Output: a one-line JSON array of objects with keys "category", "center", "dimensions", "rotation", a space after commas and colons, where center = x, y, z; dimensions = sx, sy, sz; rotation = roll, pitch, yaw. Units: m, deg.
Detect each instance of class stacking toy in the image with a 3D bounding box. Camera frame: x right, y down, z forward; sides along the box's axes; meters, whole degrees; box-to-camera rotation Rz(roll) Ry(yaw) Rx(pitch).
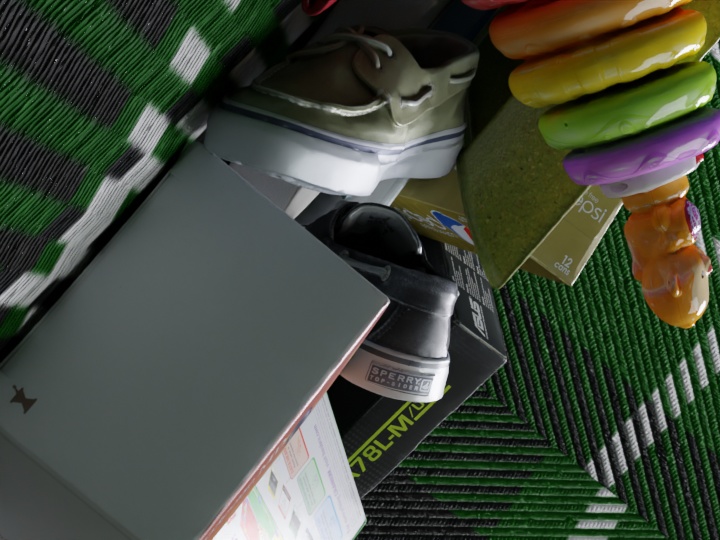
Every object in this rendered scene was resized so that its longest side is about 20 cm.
[{"category": "stacking toy", "center": [0.109, -0.072, 1.030], "dimensions": [0.109, 0.201, 0.116], "rotation": [-17, -174, 14]}]

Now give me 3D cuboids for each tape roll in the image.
[{"category": "tape roll", "center": [0.008, -0.109, 1.210], "dimensions": [0.203, 0.037, 0.203], "rotation": [-51, 178, -2]}]

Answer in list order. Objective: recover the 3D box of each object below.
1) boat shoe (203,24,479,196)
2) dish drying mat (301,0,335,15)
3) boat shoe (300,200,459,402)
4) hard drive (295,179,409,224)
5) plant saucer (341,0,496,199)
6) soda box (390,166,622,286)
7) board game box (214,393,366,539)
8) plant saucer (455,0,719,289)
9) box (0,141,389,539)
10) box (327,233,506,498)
[{"category": "boat shoe", "center": [-0.006, -0.073, 1.043], "dimensions": [0.200, 0.072, 0.062], "rotation": [-16, 124, -68]}, {"category": "dish drying mat", "center": [0.031, -0.165, 1.027], "dimensions": [0.077, 0.018, 0.200], "rotation": [-52, 177, 32]}, {"category": "boat shoe", "center": [0.000, 0.000, 1.164], "dimensions": [0.200, 0.071, 0.068], "rotation": [-133, -123, -71]}, {"category": "hard drive", "center": [0.018, -0.087, 1.352], "dimensions": [0.200, 0.027, 0.132], "rotation": [-52, -161, 8]}, {"category": "plant saucer", "center": [0.050, -0.120, 1.187], "dimensions": [0.200, 0.019, 0.070], "rotation": [-52, 178, 8]}, {"category": "soda box", "center": [0.062, -0.049, 1.351], "dimensions": [0.064, 0.068, 0.200], "rotation": [-57, -156, -4]}, {"category": "board game box", "center": [-0.072, 0.120, 1.281], "dimensions": [0.040, 0.154, 0.200], "rotation": [-4, -154, 28]}, {"category": "plant saucer", "center": [0.104, -0.113, 1.165], "dimensions": [0.200, 0.048, 0.200], "rotation": [-49, -165, 18]}, {"category": "box", "center": [-0.092, 0.066, 1.061], "dimensions": [0.152, 0.106, 0.200], "rotation": [-50, 178, -25]}, {"category": "box", "center": [-0.002, 0.051, 1.471], "dimensions": [0.193, 0.047, 0.200], "rotation": [-47, -156, 22]}]
